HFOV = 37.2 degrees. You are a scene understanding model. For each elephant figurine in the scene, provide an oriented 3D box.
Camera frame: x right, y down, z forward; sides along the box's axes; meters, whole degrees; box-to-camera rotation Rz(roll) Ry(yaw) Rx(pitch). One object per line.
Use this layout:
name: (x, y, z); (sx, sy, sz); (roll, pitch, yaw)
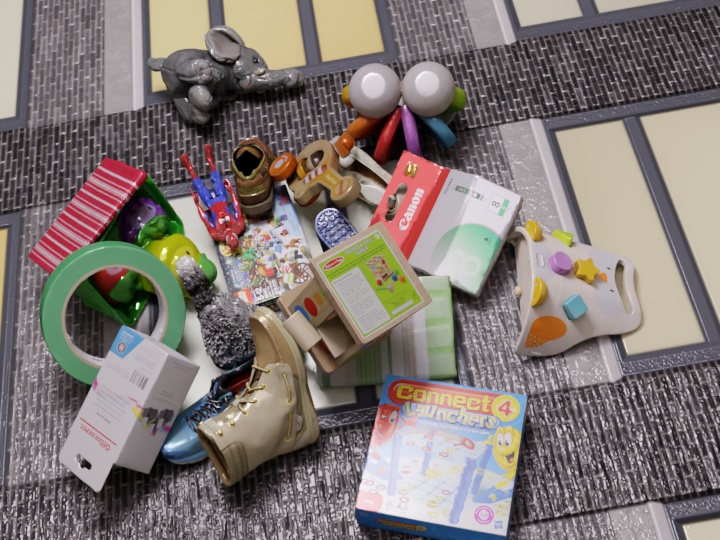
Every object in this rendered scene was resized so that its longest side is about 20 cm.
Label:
elephant figurine: (-0.226, -0.338, 1.815); (0.199, 0.157, 0.141); (-33, 14, -28)

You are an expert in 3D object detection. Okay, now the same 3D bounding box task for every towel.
towel: (-0.401, -0.079, 1.578); (0.201, 0.022, 0.144); (-54, 36, -10)
towel: (0.034, 0.086, 1.512); (0.197, 0.031, 0.152); (-3, 83, 2)

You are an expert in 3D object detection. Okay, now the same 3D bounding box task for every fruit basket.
fruit basket: (-0.319, -0.024, 1.594); (0.213, 0.156, 0.218); (-15, 46, 17)

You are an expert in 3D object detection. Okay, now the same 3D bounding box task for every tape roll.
tape roll: (-0.347, 0.062, 1.503); (0.199, 0.202, 0.048); (-31, 20, -15)

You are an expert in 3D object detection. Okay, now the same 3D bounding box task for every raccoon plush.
raccoon plush: (-0.159, 0.057, 1.489); (0.132, 0.201, 0.097); (-18, 40, 10)

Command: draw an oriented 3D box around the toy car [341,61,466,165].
toy car: (0.069, -0.239, 1.689); (0.197, 0.175, 0.152); (-1, 86, 6)

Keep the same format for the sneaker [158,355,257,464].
sneaker: (-0.199, 0.181, 1.461); (0.199, 0.090, 0.078); (-38, 59, -15)

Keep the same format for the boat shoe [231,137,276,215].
boat shoe: (-0.167, -0.168, 1.679); (0.071, 0.069, 0.201); (-16, 35, -2)

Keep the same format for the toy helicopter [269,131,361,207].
toy helicopter: (-0.044, -0.147, 1.593); (0.132, 0.079, 0.200); (-46, 33, -2)

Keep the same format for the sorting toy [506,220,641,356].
sorting toy: (0.310, 0.018, 1.524); (0.177, 0.107, 0.202); (8, 55, -11)

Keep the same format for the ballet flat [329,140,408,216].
ballet flat: (0.000, -0.146, 1.668); (0.199, 0.068, 0.062); (31, 24, 24)

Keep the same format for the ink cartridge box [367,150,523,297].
ink cartridge box: (0.118, -0.074, 1.575); (0.198, 0.050, 0.163); (25, 85, 10)

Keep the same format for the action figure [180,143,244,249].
action figure: (-0.224, -0.110, 1.646); (0.065, 0.052, 0.201); (-20, 58, -11)

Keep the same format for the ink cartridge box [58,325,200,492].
ink cartridge box: (-0.312, 0.191, 1.440); (0.114, 0.068, 0.202); (23, 85, 42)

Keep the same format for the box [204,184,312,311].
box: (-0.148, -0.028, 1.630); (0.135, 0.038, 0.202); (-18, 55, -6)

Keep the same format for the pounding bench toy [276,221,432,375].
pounding bench toy: (-0.041, 0.058, 1.399); (0.199, 0.156, 0.125); (-30, 83, -33)

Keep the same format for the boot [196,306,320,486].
boot: (-0.147, 0.164, 1.398); (0.154, 0.203, 0.072); (-25, 19, -28)

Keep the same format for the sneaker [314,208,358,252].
sneaker: (0.000, 0.000, 1.578); (0.070, 0.078, 0.202); (-30, 80, -1)

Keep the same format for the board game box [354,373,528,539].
board game box: (0.109, 0.247, 1.399); (0.197, 0.056, 0.198); (7, 57, 12)
